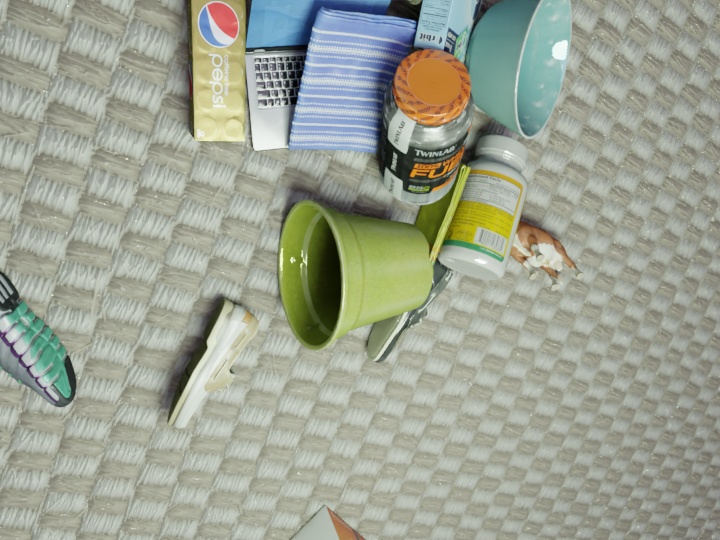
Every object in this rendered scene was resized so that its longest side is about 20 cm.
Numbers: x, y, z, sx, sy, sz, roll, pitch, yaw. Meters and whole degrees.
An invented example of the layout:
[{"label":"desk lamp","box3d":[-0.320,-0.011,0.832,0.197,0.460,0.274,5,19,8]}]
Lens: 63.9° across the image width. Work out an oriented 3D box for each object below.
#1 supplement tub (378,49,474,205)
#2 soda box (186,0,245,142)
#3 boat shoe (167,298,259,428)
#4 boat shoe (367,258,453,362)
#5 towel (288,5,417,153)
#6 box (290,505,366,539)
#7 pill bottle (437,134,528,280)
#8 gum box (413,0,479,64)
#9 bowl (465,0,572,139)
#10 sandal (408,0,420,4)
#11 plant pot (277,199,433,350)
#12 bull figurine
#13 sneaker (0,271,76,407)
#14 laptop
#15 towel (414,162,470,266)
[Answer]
[{"label":"supplement tub","box3d":[0.085,-0.188,0.780,0.120,0.124,0.201,-29,161,-11]},{"label":"soda box","box3d":[-0.180,-0.269,0.723,0.066,0.064,0.207,-4,110,-22]},{"label":"boat shoe","box3d":[-0.217,0.147,0.850,0.067,0.075,0.204,27,96,-23]},{"label":"boat shoe","box3d":[0.080,0.070,0.952,0.067,0.072,0.203,31,93,-25]},{"label":"towel","box3d":[-0.012,-0.243,0.768,0.141,0.024,0.203,-4,138,-25]},{"label":"box","box3d":[-0.029,0.548,1.003,0.106,0.200,0.153,-41,119,-2]},{"label":"pill bottle","box3d":[0.197,-0.099,0.902,0.111,0.112,0.206,22,81,-28]},{"label":"gum box","box3d":[0.132,-0.387,0.766,0.043,0.169,0.206,17,106,17]},{"label":"bowl","box3d":[0.221,-0.304,0.835,0.200,0.103,0.206,-36,135,-44]},{"label":"sandal","box3d":[0.059,-0.404,0.684,0.056,0.079,0.207,7,67,-33]},{"label":"plant pot","box3d":[0.000,0.000,0.842,0.180,0.199,0.207,-5,111,-33]},{"label":"bull figurine","box3d":[0.291,-0.036,0.986,0.195,0.123,0.066,14,127,-32]},{"label":"sneaker","box3d":[-0.452,0.100,0.744,0.086,0.075,0.204,-25,108,3]},{"label":"laptop","box3d":[-0.051,-0.260,0.752,0.182,0.116,0.206,-10,112,-19]},{"label":"towel","box3d":[0.108,-0.074,0.904,0.018,0.086,0.205,15,102,-29]}]
